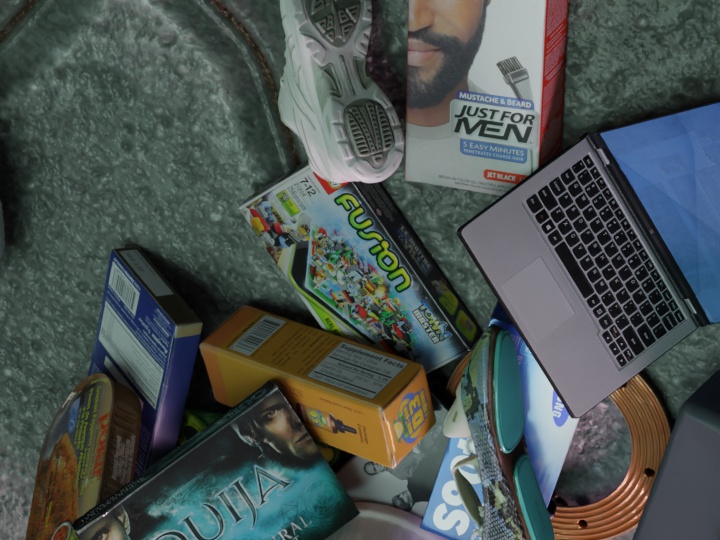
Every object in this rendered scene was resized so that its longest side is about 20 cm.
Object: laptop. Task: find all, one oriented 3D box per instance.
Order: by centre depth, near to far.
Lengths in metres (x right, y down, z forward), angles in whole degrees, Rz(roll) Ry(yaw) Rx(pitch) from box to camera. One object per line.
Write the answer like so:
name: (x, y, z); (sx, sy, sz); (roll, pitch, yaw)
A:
laptop: (0.214, -0.004, 1.550); (0.200, 0.116, 0.187); (-36, 110, -8)

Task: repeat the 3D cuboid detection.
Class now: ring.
ring: (0.163, 0.135, 1.721); (0.200, 0.019, 0.201); (10, 117, 20)

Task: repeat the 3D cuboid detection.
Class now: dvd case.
dvd case: (0.044, 0.208, 1.766); (0.150, 0.025, 0.200); (45, 116, -5)

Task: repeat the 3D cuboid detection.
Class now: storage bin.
storage bin: (0.296, 0.184, 1.622); (0.134, 0.146, 0.200); (27, 123, 22)

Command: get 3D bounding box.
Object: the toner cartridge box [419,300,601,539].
toner cartridge box: (0.122, 0.133, 1.680); (0.095, 0.043, 0.200); (19, 112, 6)

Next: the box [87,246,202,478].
box: (-0.195, 0.094, 1.819); (0.121, 0.032, 0.200); (46, 132, 40)

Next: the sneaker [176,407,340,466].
sneaker: (-0.098, 0.157, 1.812); (0.200, 0.083, 0.074); (7, 100, 44)

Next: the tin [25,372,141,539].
tin: (-0.232, 0.179, 1.753); (0.042, 0.200, 0.112); (26, 136, -25)

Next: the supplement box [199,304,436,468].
supplement box: (-0.036, 0.094, 1.724); (0.200, 0.069, 0.067); (20, 136, 36)

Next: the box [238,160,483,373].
box: (0.000, 0.000, 1.716); (0.110, 0.035, 0.200); (-30, 100, 33)

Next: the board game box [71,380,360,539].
board game box: (-0.116, 0.201, 1.688); (0.200, 0.028, 0.135); (-36, 109, -11)

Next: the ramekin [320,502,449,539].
ramekin: (-0.003, 0.304, 1.753); (0.202, 0.094, 0.203); (6, 114, 13)

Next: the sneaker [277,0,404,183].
sneaker: (-0.037, -0.158, 1.620); (0.099, 0.078, 0.200); (-14, 87, 55)

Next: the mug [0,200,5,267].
mug: (-0.398, -0.064, 1.815); (0.200, 0.148, 0.176); (21, 135, 50)

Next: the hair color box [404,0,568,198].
hair color box: (0.095, -0.160, 1.576); (0.111, 0.064, 0.200); (10, 117, 20)

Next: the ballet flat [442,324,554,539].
ballet flat: (0.099, 0.140, 1.630); (0.074, 0.074, 0.200); (-4, 106, 26)
